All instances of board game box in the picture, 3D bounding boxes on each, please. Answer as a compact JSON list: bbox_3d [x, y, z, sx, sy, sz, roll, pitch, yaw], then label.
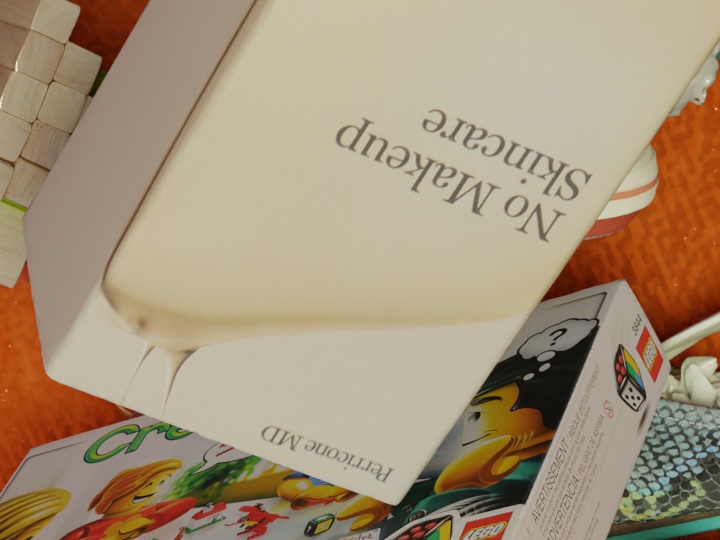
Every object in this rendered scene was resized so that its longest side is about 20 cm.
[{"bbox_3d":[-0.025,0.071,0.792,0.199,0.126,0.035,-17,114,27],"label":"board game box"}]

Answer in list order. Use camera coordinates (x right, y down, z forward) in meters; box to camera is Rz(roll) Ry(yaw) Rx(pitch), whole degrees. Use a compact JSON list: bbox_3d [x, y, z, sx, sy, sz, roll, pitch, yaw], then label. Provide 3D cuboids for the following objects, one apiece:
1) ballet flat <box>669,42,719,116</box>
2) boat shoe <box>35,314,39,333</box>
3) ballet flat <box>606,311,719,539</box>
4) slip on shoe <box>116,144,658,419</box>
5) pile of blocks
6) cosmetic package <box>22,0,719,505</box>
[{"bbox_3d":[0.023,-0.116,0.824,0.200,0.072,0.072,37,115,11],"label":"ballet flat"},{"bbox_3d":[-0.020,-0.052,0.772,0.072,0.065,0.200,48,121,22],"label":"boat shoe"},{"bbox_3d":[0.141,0.032,0.798,0.199,0.074,0.075,-9,99,24],"label":"ballet flat"},{"bbox_3d":[0.000,0.000,0.853,0.199,0.074,0.062,-16,101,33],"label":"slip on shoe"},{"bbox_3d":[-0.115,-0.028,0.896,0.200,0.062,0.083,-24,48,54],"label":"pile of blocks"},{"bbox_3d":[0.012,-0.053,0.700,0.103,0.073,0.201,20,117,-23],"label":"cosmetic package"}]
